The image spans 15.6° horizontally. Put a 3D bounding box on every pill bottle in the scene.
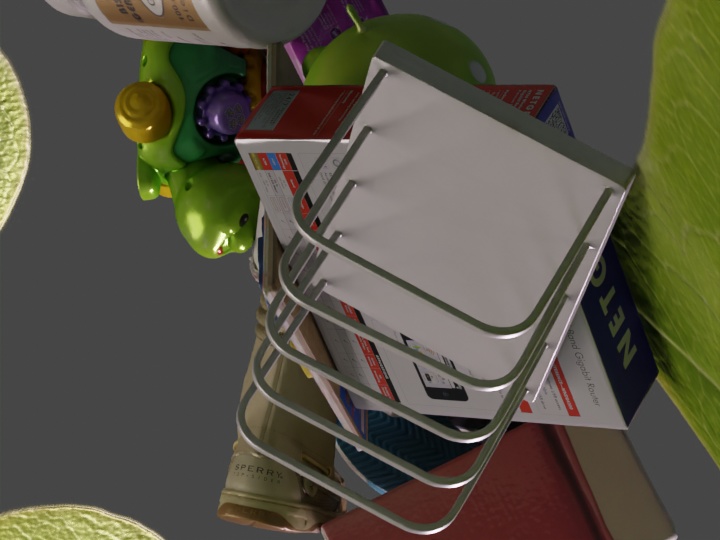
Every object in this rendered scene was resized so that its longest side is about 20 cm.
[{"bbox_3d":[-0.121,-0.204,1.694,0.200,0.114,0.115,9,132,46],"label":"pill bottle"}]

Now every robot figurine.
[{"bbox_3d":[0.030,-0.065,1.519,0.176,0.116,0.200,51,168,37],"label":"robot figurine"}]

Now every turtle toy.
[{"bbox_3d":[-0.109,-0.104,1.828,0.146,0.101,0.200,71,-161,-71],"label":"turtle toy"}]

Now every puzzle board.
[{"bbox_3d":[-0.028,-0.014,1.539,0.151,0.017,0.200,63,-160,-44],"label":"puzzle board"}]

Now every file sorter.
[{"bbox_3d":[0.028,0.017,1.311,0.139,0.125,0.200,28,145,8],"label":"file sorter"}]

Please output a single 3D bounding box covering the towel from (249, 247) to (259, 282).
[{"bbox_3d":[0.019,0.026,1.952,0.146,0.200,0.030,-143,70,-79],"label":"towel"}]

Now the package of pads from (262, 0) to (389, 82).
[{"bbox_3d":[-0.032,-0.175,1.810,0.121,0.076,0.200,63,176,-24],"label":"package of pads"}]

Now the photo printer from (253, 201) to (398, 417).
[{"bbox_3d":[0.000,0.000,1.751,0.166,0.069,0.200,48,157,18],"label":"photo printer"}]

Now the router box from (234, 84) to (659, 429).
[{"bbox_3d":[0.048,-0.007,1.423,0.179,0.049,0.200,3,132,33],"label":"router box"}]

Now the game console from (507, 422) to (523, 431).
[{"bbox_3d":[0.064,0.014,1.761,0.177,0.031,0.200,43,155,42],"label":"game console"}]

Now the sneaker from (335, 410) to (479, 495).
[{"bbox_3d":[0.058,0.147,1.833,0.200,0.077,0.081,35,164,7],"label":"sneaker"}]

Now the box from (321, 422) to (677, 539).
[{"bbox_3d":[0.086,0.172,1.677,0.109,0.200,0.128,63,175,10],"label":"box"}]

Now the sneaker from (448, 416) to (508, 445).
[{"bbox_3d":[0.108,0.119,1.918,0.082,0.070,0.200,44,178,-7],"label":"sneaker"}]

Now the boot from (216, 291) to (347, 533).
[{"bbox_3d":[-0.039,0.090,1.719,0.200,0.073,0.156,18,-98,-77],"label":"boot"}]
